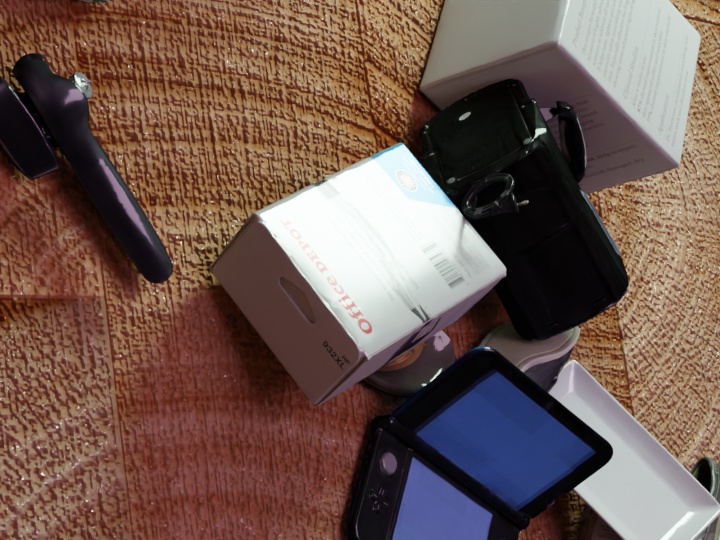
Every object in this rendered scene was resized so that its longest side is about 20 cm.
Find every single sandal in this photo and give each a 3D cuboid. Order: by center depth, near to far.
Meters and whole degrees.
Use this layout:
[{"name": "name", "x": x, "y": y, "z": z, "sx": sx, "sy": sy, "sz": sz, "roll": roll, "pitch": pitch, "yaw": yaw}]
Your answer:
[{"name": "sandal", "x": 0.014, "y": 0.049, "z": 1.559, "sx": 0.200, "sy": 0.055, "sz": 0.082, "roll": 31, "pitch": 55, "yaw": -36}]

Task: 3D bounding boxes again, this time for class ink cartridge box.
[{"name": "ink cartridge box", "x": 0.000, "y": 0.000, "z": 1.488, "sx": 0.145, "sy": 0.084, "sz": 0.200, "roll": 52, "pitch": 42, "yaw": 9}]

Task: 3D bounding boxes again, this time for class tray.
[{"name": "tray", "x": 0.234, "y": 0.184, "z": 1.717, "sx": 0.200, "sy": 0.022, "sz": 0.107, "roll": 45, "pitch": 55, "yaw": 12}]

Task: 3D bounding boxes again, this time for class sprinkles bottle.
[{"name": "sprinkles bottle", "x": 0.238, "y": 0.251, "z": 1.732, "sx": 0.068, "sy": 0.068, "sz": 0.200, "roll": 45, "pitch": 49, "yaw": -29}]

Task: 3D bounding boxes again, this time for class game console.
[{"name": "game console", "x": 0.106, "y": 0.190, "z": 1.569, "sx": 0.200, "sy": 0.118, "sz": 0.171, "roll": 38, "pitch": 53, "yaw": -33}]

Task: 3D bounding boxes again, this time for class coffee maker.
[{"name": "coffee maker", "x": 0.143, "y": -0.037, "z": 1.642, "sx": 0.200, "sy": 0.134, "sz": 0.192, "roll": 56, "pitch": 34, "yaw": -31}]

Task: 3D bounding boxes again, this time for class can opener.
[{"name": "can opener", "x": -0.201, "y": -0.074, "z": 1.372, "sx": 0.200, "sy": 0.079, "sz": 0.063, "roll": 54, "pitch": 6, "yaw": -25}]

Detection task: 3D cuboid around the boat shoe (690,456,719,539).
[{"name": "boat shoe", "x": 0.323, "y": 0.268, "z": 1.826, "sx": 0.065, "sy": 0.073, "sz": 0.200, "roll": 47, "pitch": 44, "yaw": -13}]

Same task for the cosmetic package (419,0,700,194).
[{"name": "cosmetic package", "x": 0.194, "y": -0.197, "z": 1.747, "sx": 0.200, "sy": 0.166, "sz": 0.168, "roll": 40, "pitch": 51, "yaw": -33}]

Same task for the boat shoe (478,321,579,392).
[{"name": "boat shoe", "x": 0.139, "y": 0.102, "z": 1.675, "sx": 0.199, "sy": 0.074, "sz": 0.066, "roll": -39, "pitch": 136, "yaw": -55}]

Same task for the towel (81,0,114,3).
[{"name": "towel", "x": -0.273, "y": -0.281, "z": 1.374, "sx": 0.200, "sy": 0.023, "sz": 0.153, "roll": 3, "pitch": 75, "yaw": -46}]
